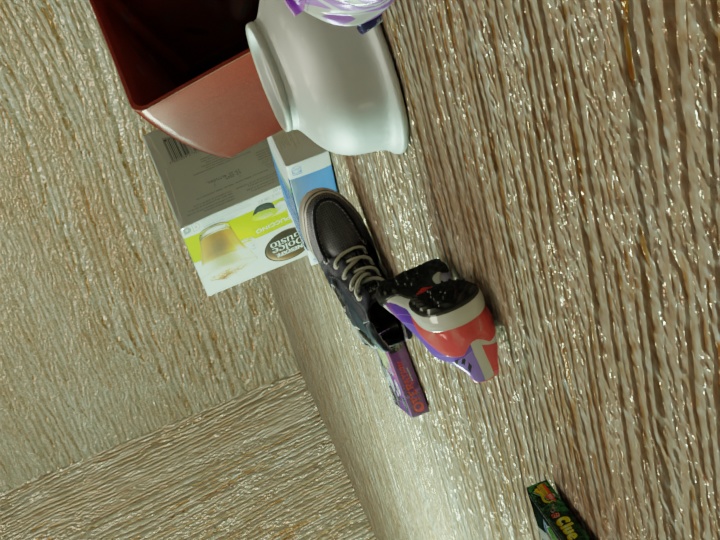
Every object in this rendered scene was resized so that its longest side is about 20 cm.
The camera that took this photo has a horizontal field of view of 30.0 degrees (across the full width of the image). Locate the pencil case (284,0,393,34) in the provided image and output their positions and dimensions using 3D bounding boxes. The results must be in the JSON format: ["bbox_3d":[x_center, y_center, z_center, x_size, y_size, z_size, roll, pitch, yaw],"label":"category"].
[{"bbox_3d":[-0.006,-0.206,0.800,0.200,0.085,0.084,131,115,-82],"label":"pencil case"}]

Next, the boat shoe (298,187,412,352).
[{"bbox_3d":[0.000,0.000,1.501,0.200,0.075,0.093,62,168,-14],"label":"boat shoe"}]

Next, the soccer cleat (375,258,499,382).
[{"bbox_3d":[0.063,0.040,1.110,0.073,0.068,0.200,66,172,-13],"label":"soccer cleat"}]

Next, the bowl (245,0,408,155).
[{"bbox_3d":[-0.038,-0.177,1.126,0.201,0.090,0.202,159,90,-83],"label":"bowl"}]

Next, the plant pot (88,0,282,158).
[{"bbox_3d":[-0.133,-0.232,1.351,0.200,0.200,0.176,65,-175,29],"label":"plant pot"}]

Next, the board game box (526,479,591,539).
[{"bbox_3d":[0.181,0.250,1.001,0.200,0.023,0.105,-124,16,-62],"label":"board game box"}]

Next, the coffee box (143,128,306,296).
[{"bbox_3d":[-0.197,-0.119,2.089,0.198,0.199,0.200,77,168,-56],"label":"coffee box"}]

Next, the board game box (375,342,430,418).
[{"bbox_3d":[0.029,0.078,1.658,0.120,0.032,0.201,-177,66,-78],"label":"board game box"}]

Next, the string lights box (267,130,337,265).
[{"bbox_3d":[-0.069,-0.110,1.702,0.200,0.059,0.103,78,169,-53],"label":"string lights box"}]
